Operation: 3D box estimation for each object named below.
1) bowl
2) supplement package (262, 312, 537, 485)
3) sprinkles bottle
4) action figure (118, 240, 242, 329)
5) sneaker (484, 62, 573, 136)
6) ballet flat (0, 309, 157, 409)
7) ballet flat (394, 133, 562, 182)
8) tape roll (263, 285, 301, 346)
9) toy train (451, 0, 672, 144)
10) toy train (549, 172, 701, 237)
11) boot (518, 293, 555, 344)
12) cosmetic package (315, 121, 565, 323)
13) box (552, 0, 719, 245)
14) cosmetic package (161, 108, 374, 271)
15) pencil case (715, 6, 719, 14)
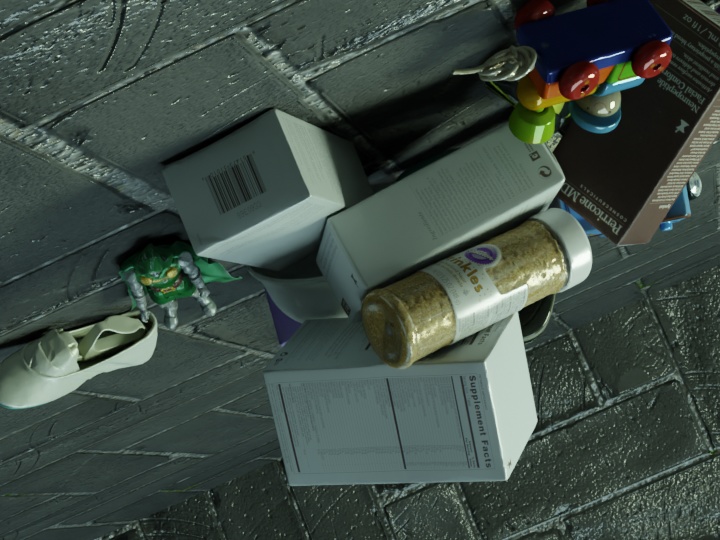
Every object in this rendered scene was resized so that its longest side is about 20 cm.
[{"bbox_3d":[0.000,0.000,1.641,0.199,0.091,0.201,-14,-157,6],"label":"bowl"},{"bbox_3d":[0.036,0.107,1.515,0.198,0.115,0.110,-3,-159,22],"label":"supplement package"},{"bbox_3d":[0.097,0.014,1.465,0.199,0.069,0.068,-25,172,-29],"label":"sprinkles bottle"},{"bbox_3d":[-0.181,0.011,1.682,0.117,0.055,0.200,-20,165,1],"label":"action figure"},{"bbox_3d":[0.169,-0.163,1.546,0.077,0.075,0.200,-55,159,11],"label":"sneaker"},{"bbox_3d":[-0.284,0.079,1.798,0.199,0.070,0.069,-19,170,-43],"label":"ballet flat"},{"bbox_3d":[0.130,-0.097,1.709,0.199,0.068,0.075,-29,132,20],"label":"ballet flat"},{"bbox_3d":[-0.002,0.014,1.897,0.198,0.086,0.200,-15,174,-2],"label":"tape roll"},{"bbox_3d":[0.140,-0.144,1.401,0.198,0.085,0.116,-18,149,-25],"label":"toy train"},{"bbox_3d":[0.248,-0.071,1.844,0.198,0.088,0.114,-11,176,31],"label":"toy train"},{"bbox_3d":[0.139,0.002,1.627,0.073,0.205,0.154,-8,149,3],"label":"boot"},{"bbox_3d":[0.065,-0.043,1.499,0.199,0.074,0.102,-27,166,-16],"label":"cosmetic package"},{"bbox_3d":[0.247,-0.130,1.517,0.075,0.100,0.201,-8,132,-57],"label":"box"},{"bbox_3d":[-0.067,-0.062,1.475,0.112,0.082,0.200,-26,170,13],"label":"cosmetic package"},{"bbox_3d":[0.316,-0.173,1.585,0.200,0.089,0.088,-47,159,25],"label":"pencil case"}]
